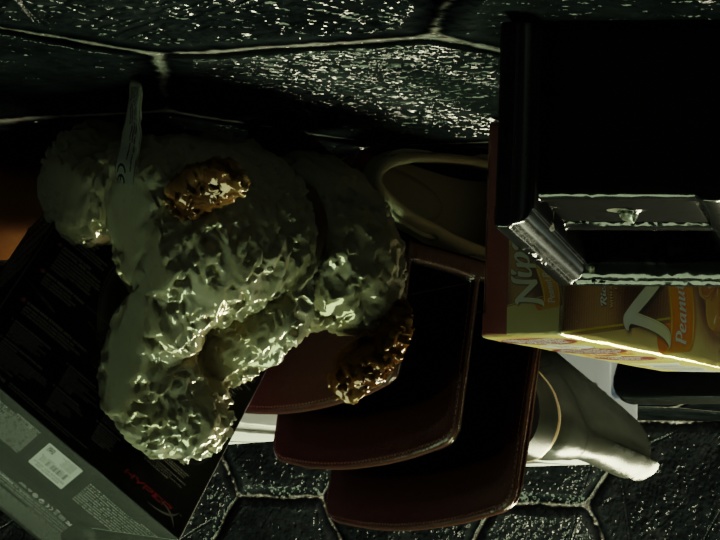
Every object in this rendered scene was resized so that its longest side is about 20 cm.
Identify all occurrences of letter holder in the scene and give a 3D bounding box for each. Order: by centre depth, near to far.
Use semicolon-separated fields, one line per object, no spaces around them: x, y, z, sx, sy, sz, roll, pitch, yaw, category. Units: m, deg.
0.005;0.073;1.434;0.100;0.143;0.200;15;165;-31;letter holder

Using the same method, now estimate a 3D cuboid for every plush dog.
-0.051;-0.016;1.290;0.171;0.201;0.160;-1;150;-40;plush dog

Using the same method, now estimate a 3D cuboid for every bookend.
0.175;-0.049;1.128;0.199;0.093;0.199;0;172;12;bookend

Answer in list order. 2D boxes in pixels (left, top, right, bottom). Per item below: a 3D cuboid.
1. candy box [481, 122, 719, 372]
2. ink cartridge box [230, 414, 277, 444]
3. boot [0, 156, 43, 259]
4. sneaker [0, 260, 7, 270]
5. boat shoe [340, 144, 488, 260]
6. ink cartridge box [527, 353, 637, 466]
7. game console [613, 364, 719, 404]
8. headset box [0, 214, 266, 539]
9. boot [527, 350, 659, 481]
0.144;-0.010;1.361;0.055;0.116;0.199;-3;171;36;candy box
-0.102;0.055;1.853;0.085;0.148;0.200;8;171;-29;ink cartridge box
-0.164;-0.046;1.438;0.154;0.074;0.199;-14;162;39;boot
-0.298;-0.027;1.560;0.199;0.078;0.078;6;173;-19;sneaker
0.076;-0.033;1.414;0.199;0.072;0.062;12;167;-29;boat shoe
0.135;0.084;1.994;0.085;0.149;0.200;5;172;-27;ink cartridge box
0.307;0.046;1.774;0.199;0.177;0.117;-3;143;34;game console
-0.138;0.051;1.346;0.149;0.200;0.077;41;128;-13;headset box
0.114;0.068;1.708;0.138;0.201;0.078;19;124;-41;boot
